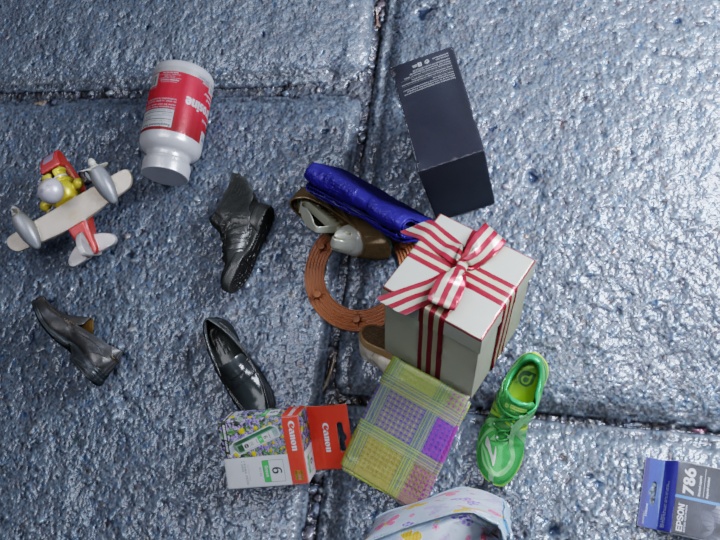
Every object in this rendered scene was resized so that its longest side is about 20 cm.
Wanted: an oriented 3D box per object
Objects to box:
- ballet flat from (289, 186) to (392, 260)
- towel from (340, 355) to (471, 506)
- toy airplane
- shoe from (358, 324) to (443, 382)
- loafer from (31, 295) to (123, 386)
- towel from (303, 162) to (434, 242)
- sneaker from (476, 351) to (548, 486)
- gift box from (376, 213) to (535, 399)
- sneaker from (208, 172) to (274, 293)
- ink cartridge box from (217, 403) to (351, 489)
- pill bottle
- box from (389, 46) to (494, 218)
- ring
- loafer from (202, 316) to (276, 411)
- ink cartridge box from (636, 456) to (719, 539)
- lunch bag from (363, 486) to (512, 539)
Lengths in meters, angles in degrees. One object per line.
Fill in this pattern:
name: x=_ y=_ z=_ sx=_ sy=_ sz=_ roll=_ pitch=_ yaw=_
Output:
ballet flat: x=-0.041 y=-0.071 z=1.354 sx=0.199 sy=0.072 sz=0.068 roll=39 pitch=129 yaw=23
towel: x=0.065 y=0.245 z=1.241 sx=0.142 sy=0.023 sz=0.202 roll=26 pitch=99 yaw=16
toy airplane: x=-0.520 y=-0.110 z=1.484 sx=0.196 sy=0.141 sz=0.203 roll=17 pitch=77 yaw=19
shoe: x=0.083 y=0.149 z=1.291 sx=0.198 sy=0.070 sz=0.054 roll=27 pitch=126 yaw=18
loafer: x=-0.491 y=0.109 z=1.451 sx=0.200 sy=0.073 sz=0.072 roll=43 pitch=78 yaw=13
towel: x=0.014 y=-0.105 z=1.340 sx=0.199 sy=0.147 sz=0.050 roll=32 pitch=102 yaw=22
sneaker: x=0.216 y=0.209 z=1.214 sx=0.073 sy=0.084 sz=0.203 roll=16 pitch=78 yaw=19
gift box: x=0.123 y=0.044 z=1.209 sx=0.198 sy=0.188 sz=0.185 roll=24 pitch=56 yaw=17
sneaker: x=-0.218 y=-0.065 z=1.434 sx=0.103 sy=0.060 sz=0.202 roll=19 pitch=73 yaw=18
ink cartridge box: x=-0.113 y=0.269 z=1.281 sx=0.197 sy=0.050 sz=0.111 roll=-7 pitch=98 yaw=14
pill bottle: x=-0.332 y=-0.262 z=1.496 sx=0.110 sy=0.112 sz=0.203 roll=3 pitch=74 yaw=16
box: x=0.132 y=-0.206 z=1.306 sx=0.103 sy=0.200 sz=0.185 roll=-16 pitch=70 yaw=9
ring: x=0.000 y=0.000 z=1.374 sx=0.197 sy=0.019 sz=0.204 roll=-4 pitch=71 yaw=13
loafer: x=-0.201 y=0.162 z=1.349 sx=0.068 sy=0.070 sz=0.202 roll=-34 pitch=68 yaw=3
ink cartridge box: x=0.483 y=0.320 z=1.132 sx=0.197 sy=0.039 sz=0.101 roll=7 pitch=76 yaw=18
lunch bag: x=0.113 y=0.375 z=1.136 sx=0.198 sy=0.170 sz=0.129 roll=-23 pitch=84 yaw=7
